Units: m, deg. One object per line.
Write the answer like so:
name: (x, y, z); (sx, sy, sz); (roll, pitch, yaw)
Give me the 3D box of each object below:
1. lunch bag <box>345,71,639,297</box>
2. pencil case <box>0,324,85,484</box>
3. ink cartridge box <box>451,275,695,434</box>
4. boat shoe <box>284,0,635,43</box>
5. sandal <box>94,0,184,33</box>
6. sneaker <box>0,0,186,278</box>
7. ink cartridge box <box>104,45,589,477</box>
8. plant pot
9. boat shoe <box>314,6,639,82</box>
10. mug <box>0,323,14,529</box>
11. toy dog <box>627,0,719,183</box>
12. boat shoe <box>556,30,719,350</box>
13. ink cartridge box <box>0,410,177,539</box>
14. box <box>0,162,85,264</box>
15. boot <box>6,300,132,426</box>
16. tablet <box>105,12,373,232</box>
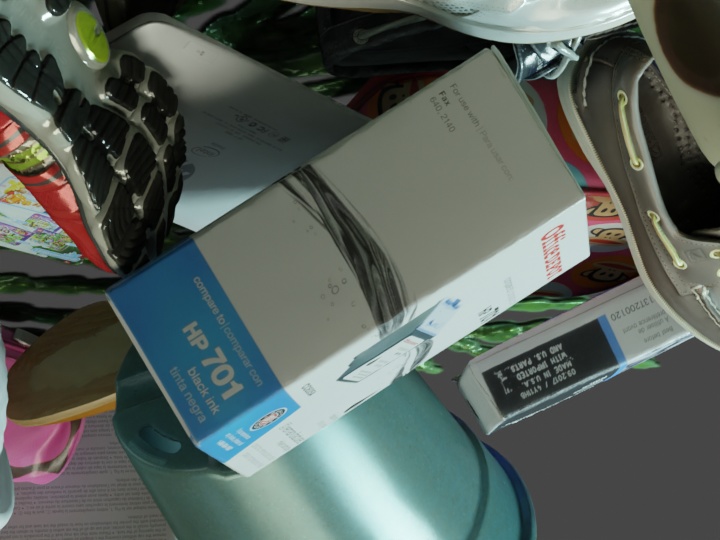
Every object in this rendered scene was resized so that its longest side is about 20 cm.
lunch bag: (0.071, -0.038, 1.312); (0.198, 0.083, 0.176); (7, 154, -25)
pencil case: (-0.257, 0.060, 1.460); (0.199, 0.091, 0.094); (15, 131, -33)
ink cartridge box: (0.149, 0.030, 1.376); (0.197, 0.044, 0.200); (-26, 177, -3)
boat shoe: (0.046, -0.147, 1.084); (0.198, 0.071, 0.069); (1, 157, -10)
sandal: (-0.110, -0.154, 1.055); (0.057, 0.080, 0.201); (32, 174, 21)
sneaker: (-0.139, -0.072, 1.050); (0.084, 0.077, 0.200); (6, 146, 31)
ink cartridge box: (0.000, 0.000, 1.123); (0.199, 0.086, 0.146); (-31, 168, 1)
plant pot: (-0.029, 0.110, 1.377); (0.199, 0.201, 0.197); (-14, 133, 19)
boat shoe: (0.078, -0.119, 1.153); (0.198, 0.068, 0.072); (-2, 156, -6)
mug: (-0.243, 0.066, 1.303); (0.147, 0.176, 0.200); (-30, 138, 8)
toy dog: (0.141, -0.131, 1.019); (0.200, 0.194, 0.139); (45, 150, -17)
boat shoe: (0.167, -0.031, 1.222); (0.201, 0.072, 0.059); (58, 166, -23)
ink cartridge box: (-0.192, 0.154, 1.539); (0.159, 0.202, 0.050); (-2, 156, -5)
box: (-0.180, -0.066, 1.179); (0.199, 0.039, 0.137); (16, 147, -36)
boot: (-0.099, 0.067, 1.475); (0.200, 0.071, 0.144); (-27, 143, 2)
tablet: (-0.075, -0.059, 1.154); (0.130, 0.014, 0.199); (-23, 150, 32)
